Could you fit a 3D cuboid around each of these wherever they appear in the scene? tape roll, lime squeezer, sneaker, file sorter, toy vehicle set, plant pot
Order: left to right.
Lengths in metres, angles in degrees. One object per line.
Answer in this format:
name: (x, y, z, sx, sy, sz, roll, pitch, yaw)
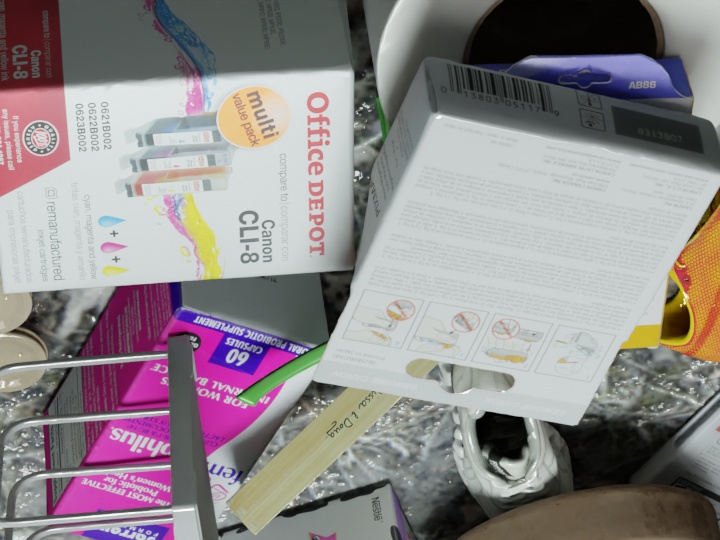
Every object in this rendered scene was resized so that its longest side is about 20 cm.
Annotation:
file sorter: (-0.147, 0.162, 1.581, 0.124, 0.139, 0.200, -5, 132, 0)
lime squeezer: (0.000, 0.000, 1.589, 0.071, 0.200, 0.038, 25, 171, 0)
toy vehicle set: (0.006, 0.075, 1.641, 0.200, 0.124, 0.027, -44, 88, 8)
sneaker: (0.095, 0.119, 1.748, 0.075, 0.081, 0.200, -17, 132, 5)
tape roll: (0.100, -0.154, 1.472, 0.202, 0.139, 0.203, -4, 131, -5)
plant pot: (0.159, 0.257, 1.775, 0.200, 0.175, 0.200, -11, 153, -6)
sneaker: (0.224, -0.020, 1.652, 0.077, 0.073, 0.200, 10, 126, -3)

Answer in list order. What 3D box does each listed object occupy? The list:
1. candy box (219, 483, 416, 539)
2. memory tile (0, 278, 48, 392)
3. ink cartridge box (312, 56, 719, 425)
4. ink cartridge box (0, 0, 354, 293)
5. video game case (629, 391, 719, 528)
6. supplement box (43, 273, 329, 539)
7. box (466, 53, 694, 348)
candy box: (-0.054, 0.247, 1.778, 0.200, 0.168, 0.072, -17, 132, 6)
memory tile: (-0.295, 0.028, 1.629, 0.200, 0.017, 0.153, -9, 132, 0)
ink cartridge box: (0.077, -0.012, 1.426, 0.162, 0.057, 0.200, 11, 137, -16)
ink cartridge box: (-0.105, -0.091, 1.496, 0.200, 0.145, 0.145, -5, 131, -5)
video game case: (0.312, 0.127, 1.822, 0.200, 0.023, 0.182, 27, 122, -26)
supplement box: (-0.111, 0.071, 1.665, 0.101, 0.103, 0.200, 17, 128, -22)
box: (0.110, -0.041, 1.455, 0.119, 0.041, 0.200, -2, 129, -6)
